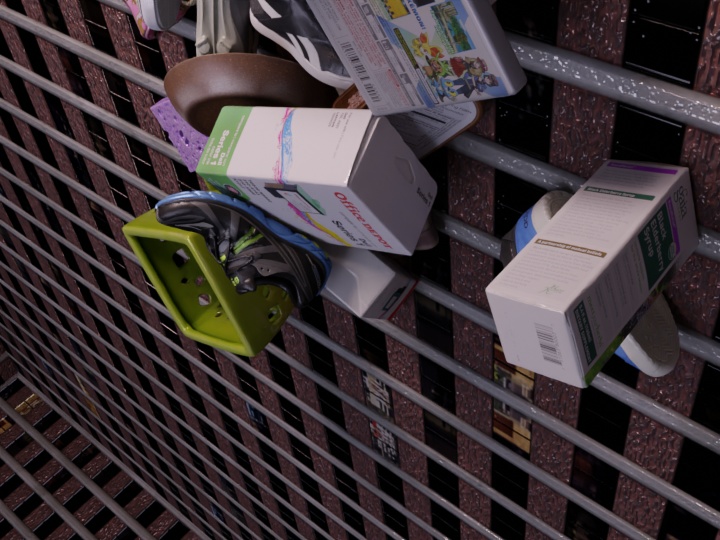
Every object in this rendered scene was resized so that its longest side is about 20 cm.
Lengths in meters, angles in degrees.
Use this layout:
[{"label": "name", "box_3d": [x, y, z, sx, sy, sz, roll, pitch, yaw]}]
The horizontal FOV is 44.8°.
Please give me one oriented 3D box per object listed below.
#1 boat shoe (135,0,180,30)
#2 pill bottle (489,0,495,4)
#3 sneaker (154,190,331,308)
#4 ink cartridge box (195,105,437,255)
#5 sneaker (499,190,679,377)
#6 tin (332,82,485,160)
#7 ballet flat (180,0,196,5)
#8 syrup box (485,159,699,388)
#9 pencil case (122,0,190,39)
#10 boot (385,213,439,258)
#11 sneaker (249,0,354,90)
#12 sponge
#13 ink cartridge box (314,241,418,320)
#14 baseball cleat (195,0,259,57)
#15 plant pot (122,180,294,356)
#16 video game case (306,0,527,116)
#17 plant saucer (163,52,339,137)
[{"label": "boat shoe", "box_3d": [-0.241, -0.374, 0.978, 0.061, 0.072, 0.202, 10, 114, 18]}, {"label": "pill bottle", "box_3d": [0.028, -0.289, 0.714, 0.199, 0.109, 0.109, 31, 146, 28]}, {"label": "sneaker", "box_3d": [-0.126, -0.022, 0.922, 0.198, 0.083, 0.071, 28, 164, -14]}, {"label": "ink cartridge box", "box_3d": [-0.043, -0.093, 0.892, 0.198, 0.085, 0.145, 9, 159, 35]}, {"label": "sneaker", "box_3d": [0.216, 0.028, 0.857, 0.201, 0.077, 0.111, 51, 145, 5]}, {"label": "tin", "box_3d": [0.045, -0.155, 0.859, 0.111, 0.042, 0.200, 11, 162, -24]}, {"label": "ballet flat", "box_3d": [-0.189, -0.375, 0.938, 0.067, 0.075, 0.201, 29, 145, 27]}, {"label": "syrup box", "box_3d": [0.197, -0.005, 0.723, 0.081, 0.200, 0.079, 16, 138, 45]}, {"label": "pencil case", "box_3d": [-0.290, -0.382, 1.058, 0.201, 0.083, 0.086, 53, 142, -5]}, {"label": "boot", "box_3d": [0.003, -0.079, 1.037, 0.147, 0.070, 0.199, 53, 159, -23]}, {"label": "sneaker", "box_3d": [-0.043, -0.264, 0.872, 0.199, 0.073, 0.113, 34, 147, 25]}, {"label": "sponge", "box_3d": [-0.213, -0.201, 1.215, 0.199, 0.030, 0.112, -1, 124, 54]}, {"label": "ink cartridge box", "box_3d": [0.000, 0.000, 1.068, 0.116, 0.067, 0.200, 40, -175, 12]}, {"label": "baseball cleat", "box_3d": [-0.146, -0.310, 0.962, 0.069, 0.107, 0.202, 13, 112, 6]}, {"label": "plant pot", "box_3d": [-0.180, -0.023, 1.223, 0.199, 0.181, 0.200, 8, 132, 48]}, {"label": "video game case", "box_3d": [0.020, -0.216, 0.682, 0.181, 0.022, 0.201, 6, 134, 55]}, {"label": "plant saucer", "box_3d": [-0.122, -0.181, 0.981, 0.198, 0.037, 0.201, 3, 166, 1]}]
